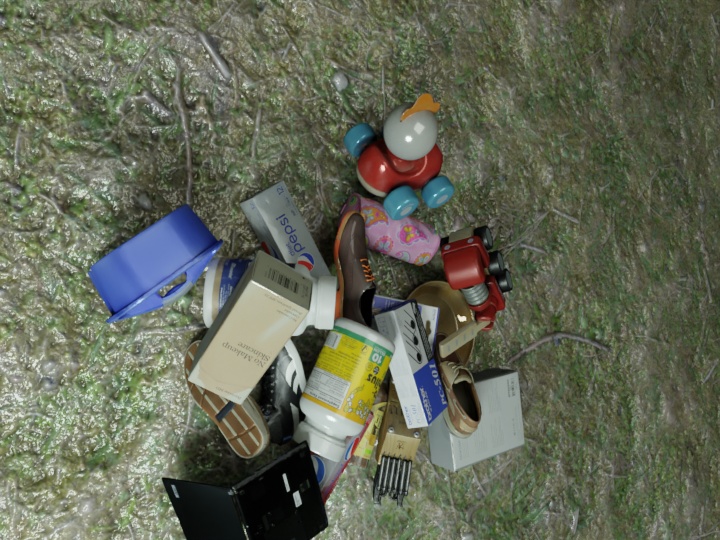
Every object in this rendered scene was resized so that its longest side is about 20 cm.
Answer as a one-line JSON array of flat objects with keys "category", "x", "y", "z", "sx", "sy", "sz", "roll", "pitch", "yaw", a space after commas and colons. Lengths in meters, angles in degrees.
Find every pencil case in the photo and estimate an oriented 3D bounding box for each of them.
[{"category": "pencil case", "x": 0.055, "y": -0.074, "z": 1.081, "sx": 0.197, "sy": 0.087, "sz": 0.089, "roll": 18, "pitch": 78, "yaw": -30}]

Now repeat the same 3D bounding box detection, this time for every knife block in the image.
[{"category": "knife block", "x": 0.063, "y": 0.327, "z": 1.068, "sx": 0.063, "sy": 0.178, "sz": 0.202, "roll": 12, "pitch": 35, "yaw": -3}]

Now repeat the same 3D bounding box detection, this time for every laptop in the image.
[{"category": "laptop", "x": -0.168, "y": 0.354, "z": 0.871, "sx": 0.198, "sy": 0.103, "sz": 0.180, "roll": -25, "pitch": 120, "yaw": -27}]

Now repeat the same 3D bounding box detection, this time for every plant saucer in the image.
[{"category": "plant saucer", "x": 0.146, "y": 0.123, "z": 1.149, "sx": 0.197, "sy": 0.035, "sz": 0.205, "roll": 2, "pitch": 86, "yaw": -31}]

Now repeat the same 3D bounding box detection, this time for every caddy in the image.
[{"category": "caddy", "x": -0.291, "y": -0.004, "z": 0.827, "sx": 0.199, "sy": 0.141, "sz": 0.106, "roll": -40, "pitch": 104, "yaw": -26}]

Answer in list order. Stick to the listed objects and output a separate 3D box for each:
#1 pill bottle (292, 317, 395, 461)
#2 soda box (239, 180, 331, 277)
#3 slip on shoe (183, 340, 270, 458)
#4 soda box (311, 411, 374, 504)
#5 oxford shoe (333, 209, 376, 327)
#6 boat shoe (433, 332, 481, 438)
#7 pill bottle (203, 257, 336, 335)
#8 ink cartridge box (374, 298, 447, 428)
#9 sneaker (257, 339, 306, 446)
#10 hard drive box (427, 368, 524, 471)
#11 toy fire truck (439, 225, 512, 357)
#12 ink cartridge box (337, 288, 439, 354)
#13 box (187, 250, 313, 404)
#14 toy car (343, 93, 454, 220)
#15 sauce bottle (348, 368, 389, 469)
[{"category": "pill bottle", "x": -0.029, "y": 0.189, "z": 0.912, "sx": 0.112, "sy": 0.112, "sz": 0.203, "roll": 31, "pitch": 77, "yaw": -26}, {"category": "soda box", "x": -0.123, "y": -0.044, "z": 0.977, "sx": 0.068, "sy": 0.063, "sz": 0.203, "roll": -34, "pitch": 105, "yaw": -29}, {"category": "slip on shoe", "x": -0.204, "y": 0.198, "z": 0.894, "sx": 0.076, "sy": 0.061, "sz": 0.201, "roll": -42, "pitch": 75, "yaw": 4}, {"category": "soda box", "x": -0.057, "y": 0.310, "z": 0.969, "sx": 0.202, "sy": 0.069, "sz": 0.064, "roll": -58, "pitch": 156, "yaw": -13}, {"category": "oxford shoe", "x": 0.000, "y": 0.000, "z": 0.979, "sx": 0.071, "sy": 0.072, "sz": 0.205, "roll": -13, "pitch": 107, "yaw": -50}, {"category": "boat shoe", "x": 0.180, "y": 0.204, "z": 1.067, "sx": 0.074, "sy": 0.072, "sz": 0.203, "roll": -2, "pitch": 60, "yaw": -27}, {"category": "pill bottle", "x": -0.137, "y": 0.042, "z": 0.895, "sx": 0.195, "sy": 0.111, "sz": 0.114, "roll": 5, "pitch": 84, "yaw": -4}, {"category": "ink cartridge box", "x": 0.090, "y": 0.160, "z": 1.004, "sx": 0.094, "sy": 0.044, "sz": 0.204, "roll": -18, "pitch": 91, "yaw": -58}, {"category": "sneaker", "x": -0.147, "y": 0.195, "z": 0.943, "sx": 0.111, "sy": 0.073, "sz": 0.204, "roll": -27, "pitch": 102, "yaw": -31}, {"category": "hard drive box", "x": 0.234, "y": 0.297, "z": 1.170, "sx": 0.197, "sy": 0.076, "sz": 0.160, "roll": -6, "pitch": 90, "yaw": -32}, {"category": "toy fire truck", "x": 0.200, "y": 0.046, "z": 1.073, "sx": 0.177, "sy": 0.127, "sz": 0.202, "roll": 56, "pitch": 32, "yaw": -33}, {"category": "ink cartridge box", "x": 0.046, "y": 0.098, "z": 1.060, "sx": 0.196, "sy": 0.037, "sz": 0.097, "roll": 12, "pitch": 82, "yaw": -12}, {"category": "box", "x": -0.155, "y": 0.084, "z": 0.807, "sx": 0.094, "sy": 0.078, "sz": 0.201, "roll": 27, "pitch": 117, "yaw": -17}, {"category": "toy car", "x": 0.094, "y": -0.230, "z": 1.008, "sx": 0.174, "sy": 0.201, "sz": 0.186, "roll": -19, "pitch": 68, "yaw": -30}, {"category": "sauce bottle", "x": 0.013, "y": 0.253, "z": 1.043, "sx": 0.064, "sy": 0.064, "sz": 0.204, "roll": 25, "pitch": 76, "yaw": -27}]
